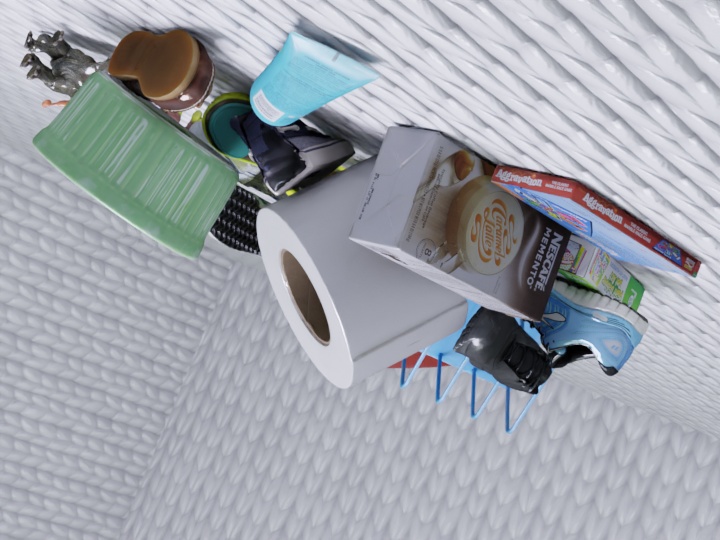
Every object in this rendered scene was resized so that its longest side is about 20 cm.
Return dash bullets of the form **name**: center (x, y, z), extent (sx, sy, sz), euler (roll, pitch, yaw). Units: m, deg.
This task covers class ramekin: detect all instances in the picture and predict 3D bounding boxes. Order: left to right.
- **ramekin**: center (-0.215, -0.109, 1.576), extent (0.199, 0.098, 0.200), euler (36, -177, -2)

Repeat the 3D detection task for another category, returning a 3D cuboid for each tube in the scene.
- **tube**: center (-0.047, -0.159, 1.314), extent (0.077, 0.051, 0.200), euler (20, 171, -14)

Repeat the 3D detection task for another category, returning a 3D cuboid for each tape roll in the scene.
- **tape roll**: center (0.000, 0.000, 1.615), extent (0.203, 0.138, 0.203), euler (54, 160, 29)

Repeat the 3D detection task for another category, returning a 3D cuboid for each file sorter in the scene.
- **file sorter**: center (0.117, 0.079, 1.828), extent (0.199, 0.139, 0.123), euler (23, -148, -9)

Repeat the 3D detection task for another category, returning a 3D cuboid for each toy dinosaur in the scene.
- **toy dinosaur**: center (-0.319, -0.217, 1.752), extent (0.102, 0.077, 0.199), euler (34, 167, -33)

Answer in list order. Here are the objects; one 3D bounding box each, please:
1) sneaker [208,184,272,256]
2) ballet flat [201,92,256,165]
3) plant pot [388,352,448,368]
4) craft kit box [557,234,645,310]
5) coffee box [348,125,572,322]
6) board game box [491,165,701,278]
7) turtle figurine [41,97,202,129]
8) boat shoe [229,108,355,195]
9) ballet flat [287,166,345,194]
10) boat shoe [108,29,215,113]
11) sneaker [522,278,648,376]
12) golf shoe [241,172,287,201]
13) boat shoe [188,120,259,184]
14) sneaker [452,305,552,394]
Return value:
- **sneaker**: center (-0.149, -0.064, 1.897), extent (0.093, 0.071, 0.199), euler (25, 180, 41)
- **ballet flat**: center (-0.113, -0.148, 1.677), extent (0.200, 0.067, 0.067), euler (28, -158, -54)
- **plant pot**: center (0.065, 0.025, 2.008), extent (0.175, 0.201, 0.200), euler (11, 171, 23)
- **craft kit box**: center (0.197, -0.015, 1.765), extent (0.197, 0.049, 0.200), euler (23, 176, 28)
- **coffee box**: center (0.099, -0.042, 1.491), extent (0.199, 0.115, 0.079), euler (25, 172, -39)
- **board game box**: center (0.219, -0.044, 1.465), extent (0.199, 0.020, 0.103), euler (27, 172, -41)
- **turtle figurine**: center (-0.254, -0.154, 1.777), extent (0.160, 0.065, 0.199), euler (-11, -157, -39)
- **boat shoe**: center (-0.068, -0.135, 1.617), extent (0.093, 0.074, 0.200), euler (55, -168, 2)
- **ballet flat**: center (-0.027, -0.088, 1.775), extent (0.199, 0.067, 0.067), euler (21, 177, 45)
- **boat shoe**: center (-0.171, -0.182, 1.483), extent (0.070, 0.071, 0.200), euler (33, 180, -28)
- **sneaker**: center (0.206, 0.056, 1.713), extent (0.199, 0.091, 0.078), euler (20, 175, 36)
- **golf shoe**: center (-0.060, -0.098, 1.937), extent (0.199, 0.079, 0.097), euler (33, -179, -3)
- **boat shoe**: center (-0.139, -0.146, 1.784), extent (0.074, 0.067, 0.200), euler (55, -175, 3)
- **sneaker**: center (0.156, 0.082, 1.651), extent (0.091, 0.076, 0.200), euler (36, 180, 18)
